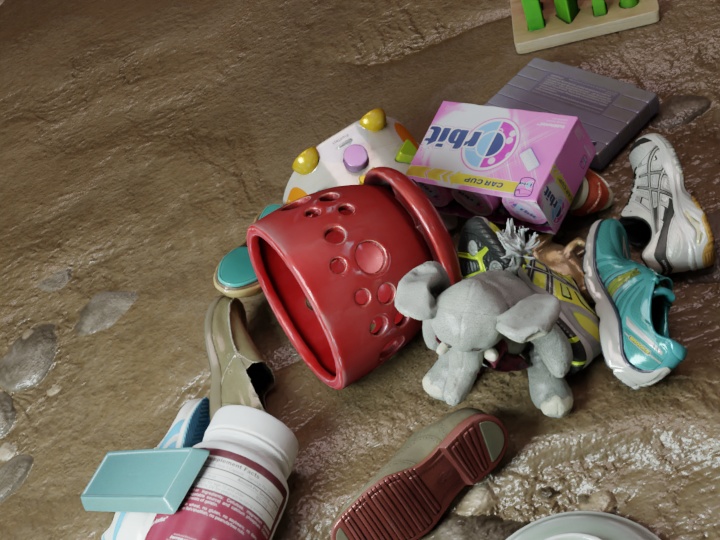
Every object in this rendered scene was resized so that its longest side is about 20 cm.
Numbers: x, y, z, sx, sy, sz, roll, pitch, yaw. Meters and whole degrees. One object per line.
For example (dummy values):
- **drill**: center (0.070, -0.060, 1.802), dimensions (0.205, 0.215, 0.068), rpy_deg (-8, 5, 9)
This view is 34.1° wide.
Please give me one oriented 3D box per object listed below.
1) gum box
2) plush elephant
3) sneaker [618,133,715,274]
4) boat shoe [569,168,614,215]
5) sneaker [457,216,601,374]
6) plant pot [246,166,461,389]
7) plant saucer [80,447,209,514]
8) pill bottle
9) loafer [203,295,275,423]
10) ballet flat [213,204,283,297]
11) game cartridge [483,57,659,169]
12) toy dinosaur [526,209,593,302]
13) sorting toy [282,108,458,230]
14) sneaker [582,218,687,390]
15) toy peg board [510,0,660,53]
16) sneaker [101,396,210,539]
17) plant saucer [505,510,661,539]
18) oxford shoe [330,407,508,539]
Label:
- **gum box**: center (0.152, -0.121, 1.336), dimensions (0.199, 0.066, 0.114), rpy_deg (14, 67, 40)
- **plush elephant**: center (0.116, 0.061, 1.129), dimensions (0.163, 0.203, 0.154), rpy_deg (13, 17, 27)
- **sneaker**: center (0.318, -0.076, 1.291), dimensions (0.087, 0.076, 0.201), rpy_deg (-17, 42, 6)
- **boat shoe**: center (0.214, -0.119, 1.396), dimensions (0.062, 0.072, 0.200), rpy_deg (3, 21, -39)
- **sneaker**: center (0.179, 0.022, 1.235), dimensions (0.076, 0.076, 0.201), rpy_deg (-23, 66, -38)
- **plant pot**: center (0.000, 0.000, 1.268), dimensions (0.181, 0.202, 0.200), rpy_deg (-28, 42, -14)
- **plant saucer**: center (-0.221, 0.207, 1.171), dimensions (0.199, 0.019, 0.070), rpy_deg (-14, 40, 52)
- **pill bottle**: center (-0.138, 0.240, 1.144), dimensions (0.113, 0.115, 0.201), rpy_deg (2, 47, 26)
- **loafer**: center (-0.131, 0.110, 1.310), dimensions (0.067, 0.076, 0.202), rpy_deg (-15, 52, 7)
- **ballet flat**: center (-0.121, -0.007, 1.404), dimensions (0.068, 0.064, 0.200), rpy_deg (16, 34, 10)
- **game cartridge**: center (0.261, -0.202, 1.479), dimensions (0.129, 0.039, 0.199), rpy_deg (-40, 44, -23)
- **toy dinosaur**: center (0.200, -0.022, 1.303), dimensions (0.198, 0.059, 0.101), rpy_deg (17, 57, 36)
- **sorting toy**: center (0.024, -0.086, 1.439), dimensions (0.199, 0.107, 0.181), rpy_deg (-33, 62, -10)
- **sneaker**: center (0.282, 0.027, 1.192), dimensions (0.079, 0.077, 0.202), rpy_deg (-33, 46, 29)
- **toy peg board**: center (0.300, -0.419, 1.635), dimensions (0.197, 0.098, 0.201), rpy_deg (-11, 43, 13)
- **sneaker**: center (-0.205, 0.215, 1.232), dimensions (0.080, 0.077, 0.201), rpy_deg (-7, 40, 28)
- **plant saucer**: center (0.183, 0.283, 1.004), dimensions (0.198, 0.051, 0.202), rpy_deg (-12, 43, 12)
- **oxford shoe**: center (0.052, 0.206, 1.145), dimensions (0.199, 0.071, 0.075), rpy_deg (-33, 18, -11)
